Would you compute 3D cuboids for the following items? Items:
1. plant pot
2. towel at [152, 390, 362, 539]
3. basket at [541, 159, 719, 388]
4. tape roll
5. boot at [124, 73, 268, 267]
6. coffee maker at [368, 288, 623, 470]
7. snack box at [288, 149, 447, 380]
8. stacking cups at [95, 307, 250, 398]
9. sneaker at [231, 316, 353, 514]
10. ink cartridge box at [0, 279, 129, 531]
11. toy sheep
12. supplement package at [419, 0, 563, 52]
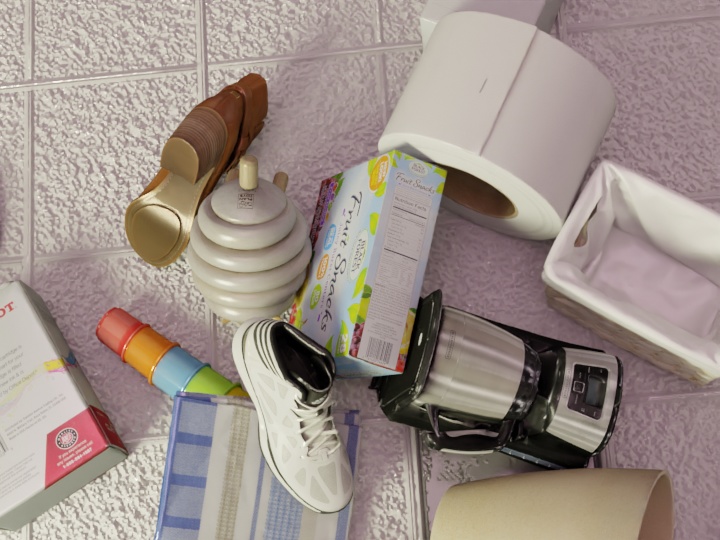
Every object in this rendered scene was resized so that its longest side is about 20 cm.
[{"bbox_3d":[0.170,0.259,1.192,0.197,0.187,0.190,8,75,25],"label":"plant pot"},{"bbox_3d":[-0.095,0.198,1.253,0.197,0.024,0.149,9,82,-21],"label":"towel"},{"bbox_3d":[0.287,0.008,1.262,0.198,0.124,0.137,29,79,11],"label":"basket"},{"bbox_3d":[0.133,-0.138,1.276,0.200,0.203,0.141,24,79,11],"label":"tape roll"},{"bbox_3d":[-0.167,-0.107,1.352,0.076,0.201,0.156,29,43,8],"label":"boot"},{"bbox_3d":[0.129,0.105,1.243,0.197,0.192,0.137,19,94,-10],"label":"coffee maker"},{"bbox_3d":[0.000,0.000,1.267,0.067,0.168,0.203,18,77,-24],"label":"snack box"},{"bbox_3d":[-0.185,0.110,1.317,0.198,0.061,0.061,31,80,15],"label":"stacking cups"},{"bbox_3d":[-0.052,0.138,1.200,0.075,0.115,0.203,-27,97,-20],"label":"sneaker"},{"bbox_3d":[-0.347,0.135,1.311,0.145,0.083,0.201,-32,74,-3],"label":"ink cartridge box"},{"bbox_3d":[-0.110,-0.027,1.286,0.135,0.202,0.139,-3,36,2],"label":"toy sheep"},{"bbox_3d":[0.154,-0.305,1.361,0.115,0.117,0.202,22,79,10],"label":"supplement package"}]
